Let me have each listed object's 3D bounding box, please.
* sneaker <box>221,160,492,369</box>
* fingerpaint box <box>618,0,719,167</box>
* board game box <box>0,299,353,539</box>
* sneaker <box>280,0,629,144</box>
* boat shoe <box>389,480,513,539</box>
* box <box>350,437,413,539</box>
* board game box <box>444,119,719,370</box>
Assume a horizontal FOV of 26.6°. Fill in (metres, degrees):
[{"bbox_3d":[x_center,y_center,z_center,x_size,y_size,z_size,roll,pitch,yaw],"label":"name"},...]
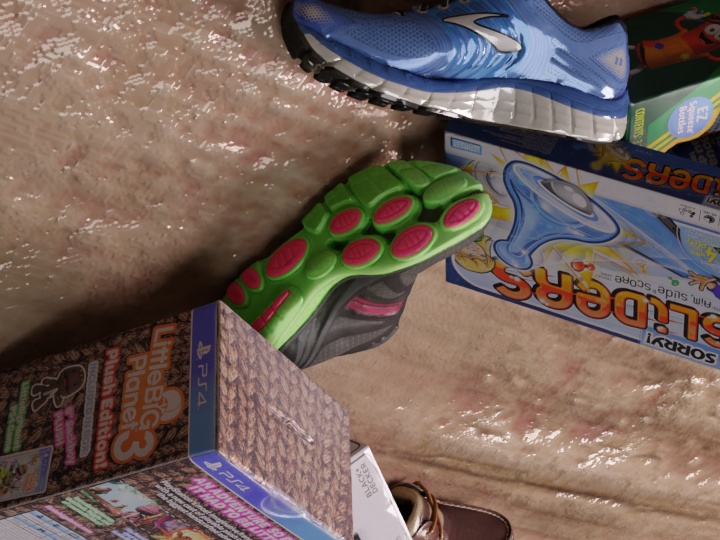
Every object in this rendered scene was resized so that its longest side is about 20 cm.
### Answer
[{"bbox_3d":[0.000,0.000,0.929,0.200,0.077,0.084,-32,147,27],"label":"sneaker"},{"bbox_3d":[0.222,-0.075,0.956,0.167,0.073,0.200,-17,140,-11],"label":"fingerpaint box"},{"bbox_3d":[-0.128,0.119,0.921,0.200,0.097,0.159,-17,144,21],"label":"board game box"},{"bbox_3d":[0.054,-0.126,0.823,0.200,0.079,0.089,8,94,-17],"label":"sneaker"},{"bbox_3d":[0.036,0.201,1.166,0.200,0.072,0.072,3,134,-22],"label":"boat shoe"},{"bbox_3d":[-0.064,0.213,1.046,0.200,0.060,0.117,-36,114,-23],"label":"box"},{"bbox_3d":[0.147,-0.019,0.909,0.200,0.034,0.136,18,142,19],"label":"board game box"}]
